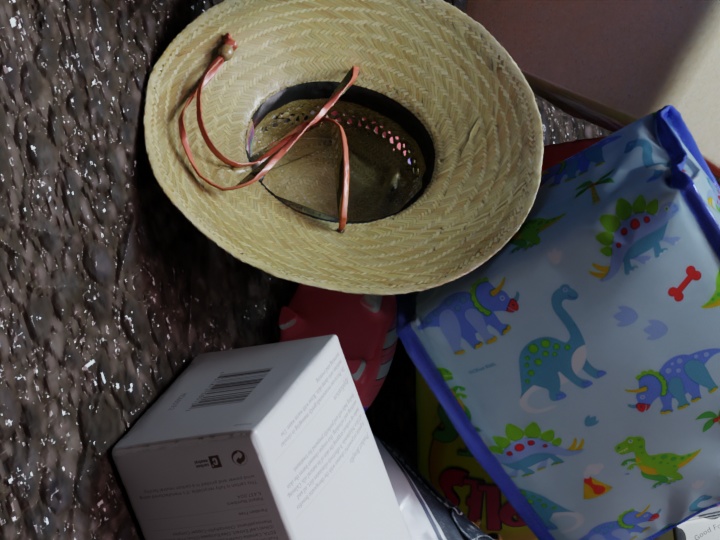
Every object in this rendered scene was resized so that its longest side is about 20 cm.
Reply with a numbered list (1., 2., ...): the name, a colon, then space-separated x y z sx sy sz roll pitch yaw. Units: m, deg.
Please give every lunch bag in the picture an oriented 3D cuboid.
1. lunch bag: 0.134 0.044 1.523 0.200 0.170 0.128 57 14 -22

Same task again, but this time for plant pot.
1. plant pot: 0.173 -0.162 1.656 0.200 0.200 0.177 25 90 -57

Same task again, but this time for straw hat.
1. straw hat: -0.014 -0.050 1.512 0.085 0.201 0.201 107 -7 -58

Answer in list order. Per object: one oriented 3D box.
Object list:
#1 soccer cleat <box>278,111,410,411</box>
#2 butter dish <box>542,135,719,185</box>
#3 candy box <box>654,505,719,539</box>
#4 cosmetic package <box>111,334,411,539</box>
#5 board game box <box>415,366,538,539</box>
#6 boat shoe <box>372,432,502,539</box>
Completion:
1. soccer cleat: 0.000 0.000 1.583 0.076 0.067 0.200 49 37 -53
2. butter dish: 0.166 0.019 1.718 0.148 0.200 0.200 -12 92 -35
3. candy box: 0.223 0.238 1.844 0.168 0.071 0.201 -174 -106 -83
4. cosmetic package: -0.032 0.145 1.443 0.108 0.085 0.200 -47 124 -57
5. board game box: 0.083 0.063 1.624 0.048 0.101 0.201 -46 136 -76
6. boat shoe: 0.057 0.158 1.546 0.091 0.071 0.200 -19 69 -37
